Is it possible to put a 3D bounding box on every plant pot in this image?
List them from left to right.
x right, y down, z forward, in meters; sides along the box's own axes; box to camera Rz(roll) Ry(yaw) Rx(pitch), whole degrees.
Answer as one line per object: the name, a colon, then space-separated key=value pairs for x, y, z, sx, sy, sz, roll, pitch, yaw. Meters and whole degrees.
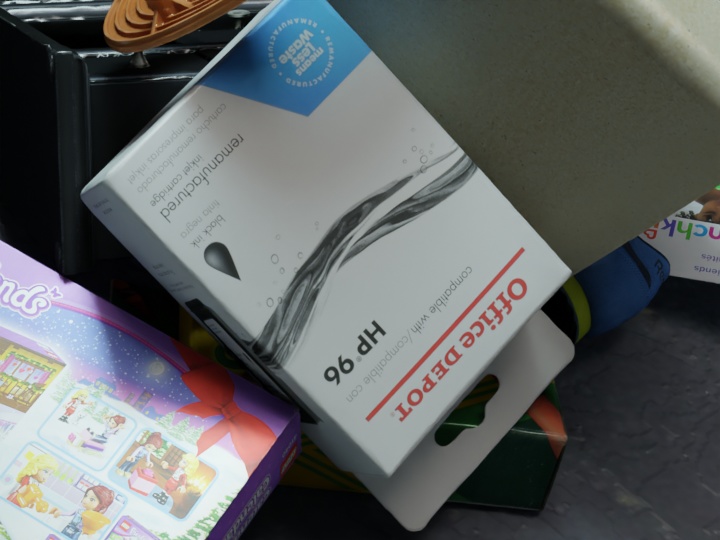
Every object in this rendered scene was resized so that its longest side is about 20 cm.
plant pot: x=0.090 y=-0.135 z=0.801 sx=0.177 sy=0.200 sz=0.200 roll=42 pitch=54 yaw=-9

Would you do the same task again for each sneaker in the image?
sneaker: x=0.077 y=-0.052 z=0.935 sx=0.078 sy=0.066 sz=0.200 roll=-31 pitch=69 yaw=-21

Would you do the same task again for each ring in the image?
ring: x=-0.027 y=-0.158 z=0.732 sx=0.019 sy=0.200 sz=0.201 roll=52 pitch=32 yaw=-21

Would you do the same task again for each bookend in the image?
bookend: x=-0.065 y=-0.073 z=0.851 sx=0.197 sy=0.093 sz=0.200 roll=-5 pitch=16 yaw=-19

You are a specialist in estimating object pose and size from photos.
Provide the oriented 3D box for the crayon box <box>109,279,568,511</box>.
crayon box: x=-0.015 y=0.040 z=0.830 sx=0.198 sy=0.051 sz=0.127 roll=6 pitch=39 yaw=-11

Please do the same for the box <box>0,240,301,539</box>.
box: x=-0.141 y=0.068 z=0.724 sx=0.199 sy=0.039 sz=0.137 roll=28 pitch=61 yaw=16

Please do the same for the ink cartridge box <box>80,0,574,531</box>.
ink cartridge box: x=0.000 y=0.000 z=0.733 sx=0.200 sy=0.068 sz=0.116 roll=46 pitch=76 yaw=-10

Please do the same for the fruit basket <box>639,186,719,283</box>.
fruit basket: x=0.146 y=-0.084 z=1.003 sx=0.184 sy=0.094 sz=0.201 roll=12 pitch=46 yaw=12
